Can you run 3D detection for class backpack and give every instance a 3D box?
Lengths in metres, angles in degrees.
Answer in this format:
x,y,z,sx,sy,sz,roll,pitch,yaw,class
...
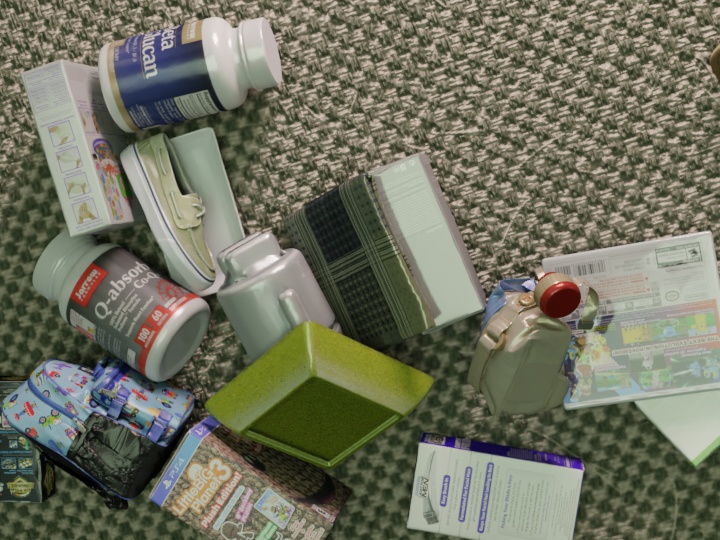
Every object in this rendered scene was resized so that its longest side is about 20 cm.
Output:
x,y,z,sx,sy,sz,roll,pitch,yaw,class
-0.319,0.171,1.424,0.200,0.183,0.135,31,96,1,backpack

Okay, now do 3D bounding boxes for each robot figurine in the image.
x,y,z,sx,sy,sz,roll,pitch,yaw,class
-0.093,0.054,1.395,0.113,0.170,0.200,-30,102,-13,robot figurine

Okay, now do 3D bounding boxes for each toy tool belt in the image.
x,y,z,sx,sy,sz,roll,pitch,yaw,class
0.185,0.062,1.352,0.125,0.123,0.200,0,126,-18,toy tool belt

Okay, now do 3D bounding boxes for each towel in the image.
x,y,z,sx,sy,sz,roll,pitch,yaw,class
0.000,0.000,1.386,0.192,0.035,0.200,-25,87,54,towel

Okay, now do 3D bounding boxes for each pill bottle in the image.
x,y,z,sx,sy,sz,roll,pitch,yaw,class
-0.201,-0.239,1.411,0.200,0.111,0.111,-12,93,8,pill bottle
-0.293,0.038,1.440,0.200,0.116,0.116,31,99,14,pill bottle

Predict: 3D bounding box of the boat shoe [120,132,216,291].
x,y,z,sx,sy,sz,roll,pitch,yaw,class
-0.222,-0.073,1.427,0.062,0.072,0.200,-29,88,12,boat shoe

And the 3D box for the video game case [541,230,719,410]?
x,y,z,sx,sy,sz,roll,pitch,yaw,class
0.324,0.060,1.382,0.200,0.023,0.183,-10,82,16,video game case

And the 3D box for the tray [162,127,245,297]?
x,y,z,sx,sy,sz,roll,pitch,yaw,class
-0.203,-0.069,1.472,0.107,0.022,0.200,-15,93,10,tray

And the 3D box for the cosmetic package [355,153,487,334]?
x,y,z,sx,sy,sz,roll,pitch,yaw,class
0.075,-0.034,1.394,0.090,0.107,0.200,-20,90,9,cosmetic package

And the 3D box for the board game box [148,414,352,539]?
x,y,z,sx,sy,sz,roll,pitch,yaw,class
-0.128,0.269,1.422,0.200,0.159,0.097,32,98,4,board game box

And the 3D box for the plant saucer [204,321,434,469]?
x,y,z,sx,sy,sz,roll,pitch,yaw,class
-0.046,0.160,1.370,0.200,0.048,0.200,27,129,-32,plant saucer

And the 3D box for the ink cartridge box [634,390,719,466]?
x,y,z,sx,sy,sz,roll,pitch,yaw,class
0.377,0.110,1.395,0.146,0.048,0.200,-45,72,9,ink cartridge box

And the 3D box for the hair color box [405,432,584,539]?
x,y,z,sx,sy,sz,roll,pitch,yaw,class
0.162,0.269,1.430,0.200,0.065,0.110,9,97,5,hair color box

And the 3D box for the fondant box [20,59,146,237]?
x,y,z,sx,sy,sz,roll,pitch,yaw,class
-0.328,-0.145,1.420,0.058,0.144,0.200,-17,92,9,fondant box

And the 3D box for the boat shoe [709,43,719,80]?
x,y,z,sx,sy,sz,roll,pitch,yaw,class
0.490,-0.278,1.343,0.200,0.063,0.073,-25,117,12,boat shoe

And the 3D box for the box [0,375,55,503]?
x,y,z,sx,sy,sz,roll,pitch,yaw,class
-0.500,0.217,1.526,0.200,0.046,0.159,-1,95,8,box
